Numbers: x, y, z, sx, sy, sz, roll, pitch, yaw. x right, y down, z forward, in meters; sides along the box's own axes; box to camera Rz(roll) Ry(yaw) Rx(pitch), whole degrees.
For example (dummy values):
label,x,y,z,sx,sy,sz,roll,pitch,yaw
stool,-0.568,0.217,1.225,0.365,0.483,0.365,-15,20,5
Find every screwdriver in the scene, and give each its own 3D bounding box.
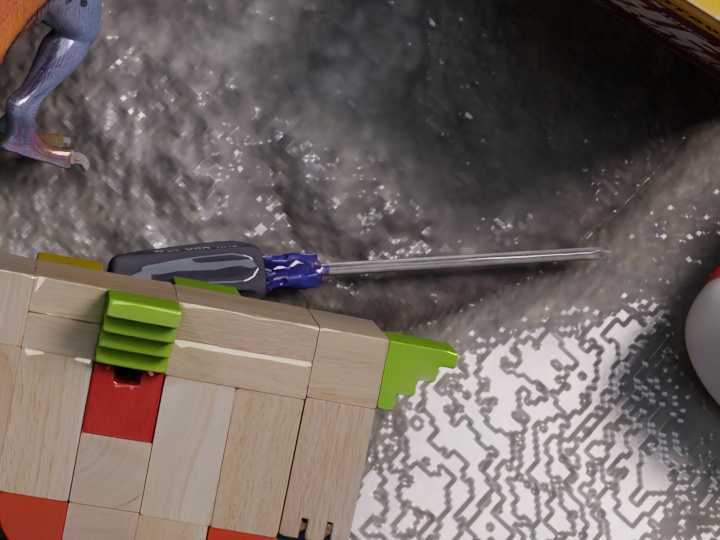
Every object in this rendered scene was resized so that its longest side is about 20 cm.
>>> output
label,x,y,z,sx,sy,sz,roll,pitch,yaw
screwdriver,0.000,0.000,0.898,0.200,0.029,0.028,-3,75,-16

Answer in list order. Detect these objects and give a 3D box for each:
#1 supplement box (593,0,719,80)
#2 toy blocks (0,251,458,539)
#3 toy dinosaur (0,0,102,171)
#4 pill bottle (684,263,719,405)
label,x,y,z,sx,sy,sz,roll,pitch,yaw
supplement box,0.161,-0.180,0.860,0.133,0.197,0.200,31,94,-2
toy blocks,-0.078,0.074,0.822,0.200,0.100,0.137,10,95,-8
toy dinosaur,-0.101,-0.129,0.848,0.105,0.200,0.182,22,107,-11
pill bottle,0.221,-0.019,0.904,0.112,0.112,0.200,38,70,1
